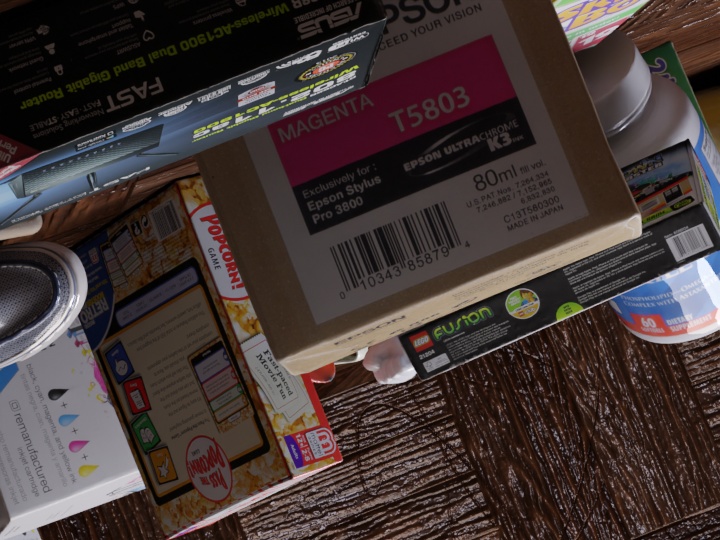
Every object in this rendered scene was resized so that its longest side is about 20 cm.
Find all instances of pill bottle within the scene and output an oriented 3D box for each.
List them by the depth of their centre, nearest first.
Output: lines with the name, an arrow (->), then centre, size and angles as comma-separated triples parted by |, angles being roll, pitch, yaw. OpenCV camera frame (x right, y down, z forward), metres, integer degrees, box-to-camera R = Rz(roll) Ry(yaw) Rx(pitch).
pill bottle -> 0.178, -0.056, 1.812 | 0.112, 0.200, 0.112 | -22, -143, 18

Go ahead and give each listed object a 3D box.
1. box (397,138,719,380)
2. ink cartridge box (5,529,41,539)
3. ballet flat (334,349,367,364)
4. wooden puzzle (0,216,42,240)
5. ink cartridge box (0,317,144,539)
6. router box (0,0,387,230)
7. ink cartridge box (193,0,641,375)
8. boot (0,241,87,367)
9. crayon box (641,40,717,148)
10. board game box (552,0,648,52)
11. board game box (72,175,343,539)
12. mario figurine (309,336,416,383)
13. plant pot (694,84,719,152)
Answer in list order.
box -> 0.119, -0.007, 1.705 | 0.200, 0.035, 0.110 | -24, -160, 11
ink cartridge box -> -0.343, 0.188, 2.087 | 0.146, 0.200, 0.147 | -25, 173, 15
ballet flat -> 0.000, 0.024, 1.946 | 0.200, 0.070, 0.067 | -25, -174, 42
wooden puzzle -> -0.296, 0.002, 1.485 | 0.200, 0.037, 0.185 | -21, 175, 31
ink cartridge box -> -0.192, 0.087, 1.996 | 0.200, 0.147, 0.145 | -20, 173, -18
router box -> -0.092, -0.089, 1.265 | 0.200, 0.062, 0.150 | -21, 175, -6
ink cartridge box -> 0.023, -0.059, 1.436 | 0.200, 0.165, 0.075 | -23, 171, 3
boot -> -0.265, 0.040, 1.691 | 0.200, 0.073, 0.090 | -23, 179, 16
crayon box -> 0.145, -0.066, 1.948 | 0.200, 0.126, 0.052 | -24, 173, 12
board game box -> 0.126, -0.156, 1.611 | 0.096, 0.030, 0.200 | -19, 170, -20
board game box -> -0.106, 0.056, 1.794 | 0.046, 0.200, 0.151 | -16, 172, -41
mario figurine -> 0.000, 0.000, 1.786 | 0.200, 0.123, 0.106 | -53, 164, 8
plant pot -> 0.284, -0.062, 2.223 | 0.189, 0.201, 0.201 | -5, 170, -12
